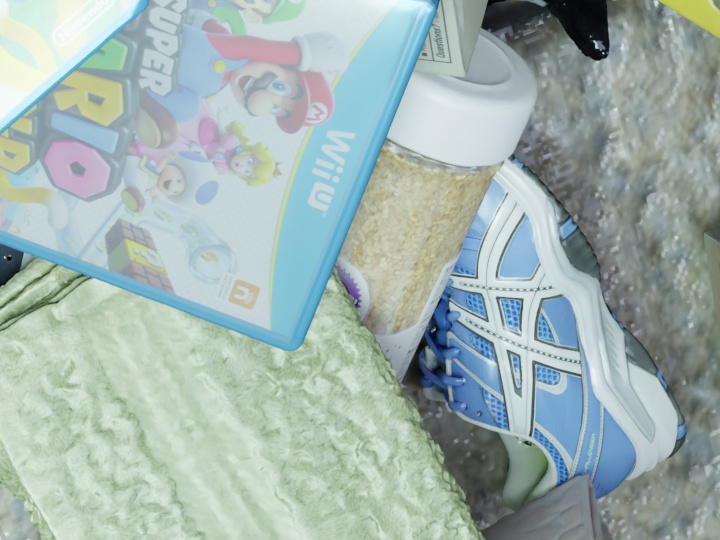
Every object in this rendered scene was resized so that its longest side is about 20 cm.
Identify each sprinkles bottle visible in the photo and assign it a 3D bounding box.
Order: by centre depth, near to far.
[{"bbox_3d":[0.000,0.000,1.070,0.068,0.068,0.200,11,122,-22],"label":"sprinkles bottle"}]

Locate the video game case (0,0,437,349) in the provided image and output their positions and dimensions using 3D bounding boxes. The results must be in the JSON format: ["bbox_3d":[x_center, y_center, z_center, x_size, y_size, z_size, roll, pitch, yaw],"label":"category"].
[{"bbox_3d":[-0.091,-0.067,0.946,0.200,0.018,0.143,20,119,-4],"label":"video game case"}]

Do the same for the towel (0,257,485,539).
[{"bbox_3d":[-0.049,0.070,1.022,0.148,0.036,0.200,-33,96,-6],"label":"towel"}]

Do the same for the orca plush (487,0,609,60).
[{"bbox_3d":[0.011,-0.109,1.083,0.200,0.071,0.105,14,98,-22],"label":"orca plush"}]

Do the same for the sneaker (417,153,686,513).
[{"bbox_3d":[0.055,0.018,1.127,0.077,0.076,0.200,-39,111,-12],"label":"sneaker"}]

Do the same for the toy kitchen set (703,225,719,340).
[{"bbox_3d":[0.191,0.098,1.116,0.163,0.200,0.181,-20,117,-15],"label":"toy kitchen set"}]

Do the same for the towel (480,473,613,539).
[{"bbox_3d":[0.011,0.162,1.060,0.200,0.191,0.032,-31,100,10],"label":"towel"}]

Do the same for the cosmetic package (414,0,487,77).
[{"bbox_3d":[-0.055,-0.134,0.982,0.200,0.071,0.105,9,147,12],"label":"cosmetic package"}]

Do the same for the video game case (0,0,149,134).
[{"bbox_3d":[-0.185,-0.112,0.888,0.143,0.018,0.200,-39,110,15],"label":"video game case"}]

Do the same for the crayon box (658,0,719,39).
[{"bbox_3d":[0.201,-0.168,1.088,0.127,0.051,0.200,35,122,14],"label":"crayon box"}]

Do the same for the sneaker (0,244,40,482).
[{"bbox_3d":[-0.150,0.019,1.059,0.199,0.079,0.130,-3,88,-2],"label":"sneaker"}]
